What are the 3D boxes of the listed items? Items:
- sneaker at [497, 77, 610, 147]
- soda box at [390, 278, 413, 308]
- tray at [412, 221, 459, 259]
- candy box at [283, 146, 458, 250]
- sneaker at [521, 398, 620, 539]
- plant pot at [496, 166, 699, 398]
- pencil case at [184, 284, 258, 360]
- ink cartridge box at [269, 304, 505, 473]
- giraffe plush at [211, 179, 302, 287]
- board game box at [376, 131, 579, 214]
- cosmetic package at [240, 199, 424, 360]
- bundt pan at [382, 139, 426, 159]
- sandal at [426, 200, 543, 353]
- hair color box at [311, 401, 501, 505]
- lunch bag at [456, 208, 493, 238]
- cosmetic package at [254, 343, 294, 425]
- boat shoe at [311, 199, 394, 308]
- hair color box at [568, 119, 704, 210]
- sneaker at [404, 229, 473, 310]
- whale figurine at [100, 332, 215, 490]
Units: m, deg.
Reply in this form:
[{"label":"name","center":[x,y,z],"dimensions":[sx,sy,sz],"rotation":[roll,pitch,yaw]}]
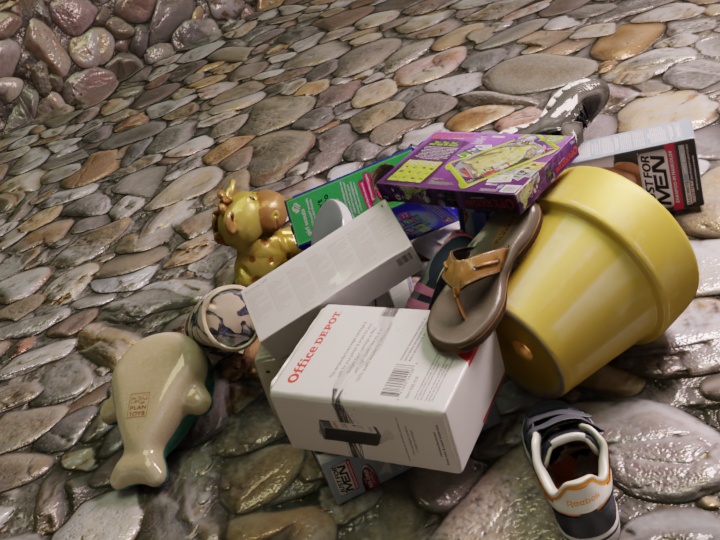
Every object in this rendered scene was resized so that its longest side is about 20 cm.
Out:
[{"label":"sneaker","center":[0.261,-0.180,1.270],"dimensions":[0.199,0.067,0.090],"rotation":[-34,34,-15]},{"label":"soda box","center":[0.038,0.031,1.285],"dimensions":[0.062,0.069,0.201],"rotation":[-17,29,5]},{"label":"tray","center":[0.156,-0.039,1.379],"dimensions":[0.106,0.022,0.199],"rotation":[-29,29,-19]},{"label":"candy box","center":[0.019,-0.082,1.364],"dimensions":[0.197,0.078,0.169],"rotation":[-22,-16,16]},{"label":"sneaker","center":[0.196,0.167,0.929],"dimensions":[0.077,0.080,0.201],"rotation":[-19,26,4]},{"label":"plant pot","center":[0.224,0.026,1.046],"dimensions":[0.189,0.202,0.200],"rotation":[-43,34,-20]},{"label":"pencil case","center":[-0.172,0.069,1.246],"dimensions":[0.088,0.079,0.200],"rotation":[13,-12,-13]},{"label":"ink cartridge box","center":[0.029,0.113,0.997],"dimensions":[0.197,0.085,0.145],"rotation":[3,38,29]},{"label":"giraffe plush","center":[-0.149,-0.051,1.449],"dimensions":[0.198,0.164,0.172],"rotation":[-31,30,-21]},{"label":"board game box","center":[0.125,-0.111,1.077],"dimensions":[0.198,0.033,0.120],"rotation":[10,47,46]},{"label":"cosmetic package","center":[-0.033,0.011,1.110],"dimensions":[0.198,0.051,0.083],"rotation":[-32,51,5]},{"label":"bundt pan","center":[0.099,-0.146,1.540],"dimensions":[0.198,0.077,0.203],"rotation":[-16,25,8]},{"label":"sandal","center":[0.119,-0.006,0.977],"dimensions":[0.081,0.055,0.201],"rotation":[8,56,46]},{"label":"hair color box","center":[0.040,0.160,1.061],"dimensions":[0.197,0.061,0.099],"rotation":[-25,29,-9]},{"label":"lunch bag","center":[0.163,-0.043,1.174],"dimensions":[0.074,0.204,0.160],"rotation":[-3,16,26]},{"label":"cosmetic package","center":[-0.060,0.085,1.217],"dimensions":[0.086,0.105,0.201],"rotation":[-10,31,13]},{"label":"boat shoe","center":[0.003,-0.003,1.201],"dimensions":[0.075,0.085,0.203],"rotation":[-50,40,25]},{"label":"hair color box","center":[0.346,-0.124,1.305],"dimensions":[0.197,0.100,0.061],"rotation":[-10,30,18]},{"label":"sneaker","center":[0.085,0.041,1.130],"dimensions":[0.069,0.201,0.083],"rotation":[21,39,-15]},{"label":"whale figurine","center":[-0.243,0.178,1.204],"dimensions":[0.156,0.104,0.203],"rotation":[-10,54,20]}]
